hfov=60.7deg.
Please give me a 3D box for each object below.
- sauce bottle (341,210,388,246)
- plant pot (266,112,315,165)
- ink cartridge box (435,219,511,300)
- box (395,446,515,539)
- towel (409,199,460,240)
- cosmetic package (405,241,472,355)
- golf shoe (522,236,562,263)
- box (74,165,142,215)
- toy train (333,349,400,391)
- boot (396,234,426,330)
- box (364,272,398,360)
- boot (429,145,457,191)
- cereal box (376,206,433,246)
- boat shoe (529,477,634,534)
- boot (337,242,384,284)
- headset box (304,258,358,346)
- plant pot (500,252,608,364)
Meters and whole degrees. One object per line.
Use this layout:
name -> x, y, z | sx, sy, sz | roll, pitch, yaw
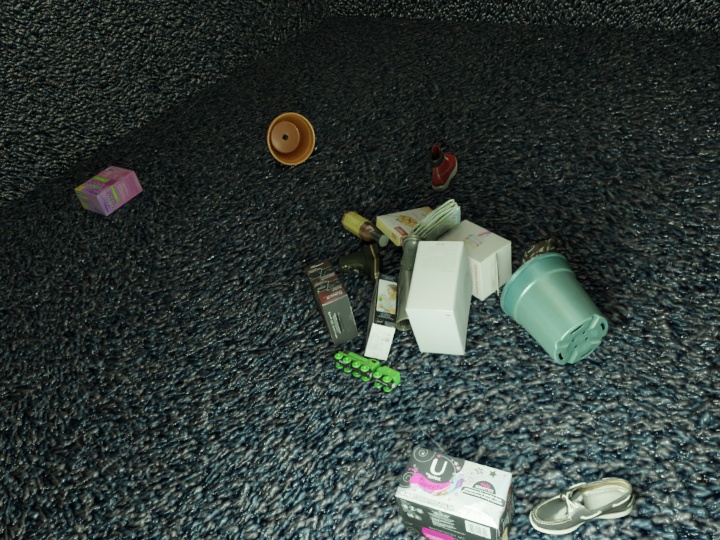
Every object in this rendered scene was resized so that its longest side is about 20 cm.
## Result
sauce bottle -> 0.016, -0.131, 1.986 | 0.065, 0.067, 0.199 | -32, 43, -23
plant pot -> -0.295, -0.540, 2.515 | 0.196, 0.204, 0.140 | -24, 20, -12
ink cartridge box -> 0.322, -0.026, 1.695 | 0.124, 0.131, 0.199 | -31, 41, -24
box -> 0.182, 0.435, 1.160 | 0.195, 0.134, 0.116 | 7, 43, 26
towel -> 0.211, -0.097, 1.745 | 0.170, 0.201, 0.048 | -38, 62, -13
cosmetic package -> 0.199, 0.069, 1.523 | 0.120, 0.201, 0.204 | 0, 54, 19
golf shoe -> 0.483, -0.007, 1.676 | 0.093, 0.079, 0.201 | -7, 33, 39
box -> -1.054, -0.337, 2.577 | 0.173, 0.098, 0.200 | 16, 47, 34
toy train -> 0.015, 0.244, 1.536 | 0.197, 0.043, 0.056 | 20, 39, 37
boot -> 0.126, 0.033, 1.601 | 0.071, 0.183, 0.204 | 10, 62, 7
box -> 0.056, 0.117, 1.603 | 0.058, 0.119, 0.202 | 11, 39, -2
boot -> 0.288, -0.391, 2.151 | 0.071, 0.147, 0.202 | 2, 39, 23
cereal box -> 0.165, -0.141, 1.925 | 0.196, 0.040, 0.144 | -13, 35, -25
boat shoe -> 0.411, 0.434, 1.144 | 0.194, 0.061, 0.075 | -11, 38, 5
boot -> 0.000, 0.000, 1.828 | 0.135, 0.079, 0.201 | -16, 24, 5
headset box -> -0.076, 0.091, 1.667 | 0.076, 0.151, 0.201 | -20, 38, -8
plant pot -> 0.464, 0.099, 1.452 | 0.196, 0.203, 0.198 | -21, 45, -9
